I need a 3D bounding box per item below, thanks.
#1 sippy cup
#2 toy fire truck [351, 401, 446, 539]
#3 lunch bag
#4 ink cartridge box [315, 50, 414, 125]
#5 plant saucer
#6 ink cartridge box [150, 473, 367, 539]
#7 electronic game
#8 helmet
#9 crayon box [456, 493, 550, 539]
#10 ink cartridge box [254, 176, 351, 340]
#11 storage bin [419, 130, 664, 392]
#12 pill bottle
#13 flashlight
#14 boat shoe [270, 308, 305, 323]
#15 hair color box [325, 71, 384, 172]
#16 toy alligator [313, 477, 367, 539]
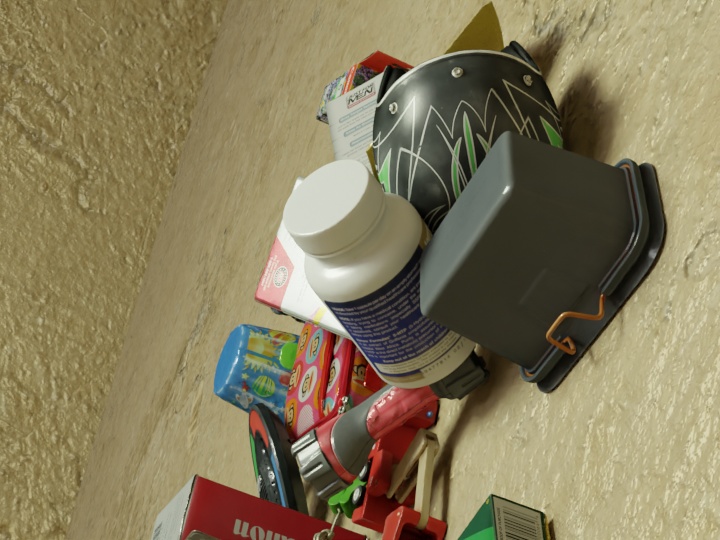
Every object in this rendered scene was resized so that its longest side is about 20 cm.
[{"bbox_3d":[-0.112,0.132,1.929,0.179,0.129,0.140,-59,19,30],"label":"sippy cup"},{"bbox_3d":[0.044,0.196,1.485,0.141,0.048,0.202,-39,33,59],"label":"toy fire truck"},{"bbox_3d":[-0.013,0.105,1.742,0.176,0.081,0.202,-41,35,53],"label":"lunch bag"},{"bbox_3d":[0.026,-0.215,1.941,0.200,0.108,0.051,-20,51,69],"label":"ink cartridge box"},{"bbox_3d":[0.091,-0.170,1.624,0.201,0.048,0.200,-51,-7,-3],"label":"plant saucer"},{"bbox_3d":[-0.102,0.292,1.573,0.176,0.198,0.085,-47,26,53],"label":"ink cartridge box"},{"bbox_3d":[-0.097,0.252,1.749,0.200,0.041,0.203,168,90,-78],"label":"electronic game"},{"bbox_3d":[0.100,-0.120,1.433,0.191,0.198,0.202,-94,30,-66],"label":"helmet"},{"bbox_3d":[0.089,0.307,1.179,0.173,0.058,0.201,-59,19,33],"label":"crayon box"},{"bbox_3d":[0.000,0.000,1.643,0.199,0.082,0.147,20,89,38],"label":"ink cartridge box"},{"bbox_3d":[0.140,-0.009,1.271,0.147,0.133,0.201,-88,24,-49],"label":"storage bin"},{"bbox_3d":[0.018,0.001,1.383,0.119,0.201,0.121,-22,38,19],"label":"pill bottle"},{"bbox_3d":[0.030,0.138,1.446,0.199,0.068,0.068,-34,-10,11],"label":"flashlight"},{"bbox_3d":[-0.048,0.032,1.910,0.200,0.090,0.072,144,142,-63],"label":"boat shoe"},{"bbox_3d":[0.025,-0.132,1.790,0.098,0.061,0.202,-26,49,18],"label":"hair color box"},{"bbox_3d":[0.002,0.214,1.571,0.054,0.060,0.201,-7,38,23],"label":"toy alligator"}]
